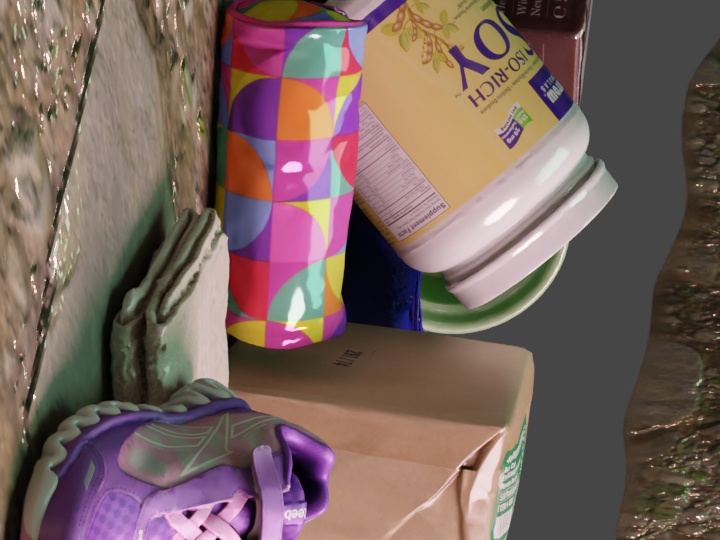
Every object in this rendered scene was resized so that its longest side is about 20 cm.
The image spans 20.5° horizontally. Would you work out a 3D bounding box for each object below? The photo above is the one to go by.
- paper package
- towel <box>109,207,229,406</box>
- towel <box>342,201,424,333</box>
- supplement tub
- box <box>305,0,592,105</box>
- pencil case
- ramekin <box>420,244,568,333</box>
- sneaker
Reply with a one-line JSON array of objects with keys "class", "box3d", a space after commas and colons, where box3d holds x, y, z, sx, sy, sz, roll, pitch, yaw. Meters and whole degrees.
[{"class": "paper package", "box3d": [0.003, 0.103, 1.202, 0.200, 0.190, 0.104, -50, 146, -76]}, {"class": "towel", "box3d": [-0.096, 0.080, 1.004, 0.133, 0.034, 0.201, -67, 161, -63]}, {"class": "towel", "box3d": [0.000, 0.000, 1.390, 0.148, 0.049, 0.200, 51, -27, 37]}, {"class": "supplement tub", "box3d": [0.049, -0.091, 1.227, 0.145, 0.200, 0.145, -40, -175, 4]}, {"class": "box", "box3d": [0.071, -0.206, 1.456, 0.164, 0.199, 0.167, 81, 16, -66]}, {"class": "pencil case", "box3d": [-0.042, -0.054, 1.131, 0.088, 0.088, 0.201, -66, 162, -70]}, {"class": "ramekin", "box3d": [0.080, -0.055, 1.741, 0.098, 0.199, 0.201, -90, -176, -73]}, {"class": "sneaker", "box3d": [-0.073, 0.100, 0.867, 0.200, 0.088, 0.081, -21, 124, -64]}]
